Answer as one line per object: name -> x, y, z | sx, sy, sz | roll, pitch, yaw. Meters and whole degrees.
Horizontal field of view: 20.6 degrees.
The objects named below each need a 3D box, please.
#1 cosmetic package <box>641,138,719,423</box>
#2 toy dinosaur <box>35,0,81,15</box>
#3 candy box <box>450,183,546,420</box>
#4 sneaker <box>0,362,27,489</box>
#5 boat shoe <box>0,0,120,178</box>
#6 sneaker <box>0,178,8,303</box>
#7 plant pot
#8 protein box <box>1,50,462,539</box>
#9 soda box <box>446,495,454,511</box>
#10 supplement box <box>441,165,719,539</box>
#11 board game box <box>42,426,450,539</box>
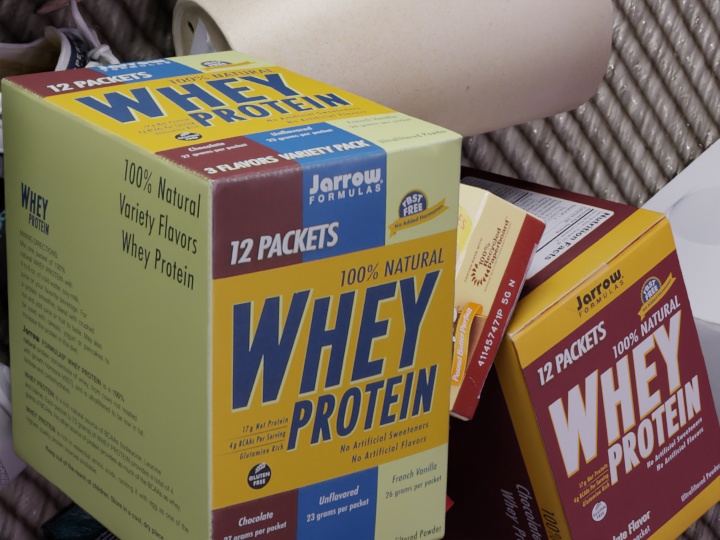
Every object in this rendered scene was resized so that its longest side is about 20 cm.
cosmetic package -> 0.288, 0.017, 1.358 | 0.199, 0.200, 0.123 | -39, 124, -26
toy dinosaur -> -0.090, -0.209, 1.057 | 0.135, 0.086, 0.200 | 14, 103, -61
candy box -> 0.000, 0.000, 1.106 | 0.055, 0.200, 0.116 | 26, 84, -40
sneaker -> -0.232, 0.056, 1.005 | 0.082, 0.075, 0.200 | -56, 130, -17
boat shoe -> -0.153, -0.097, 1.024 | 0.202, 0.075, 0.086 | 5, 127, -35
sneaker -> -0.138, 0.034, 1.080 | 0.075, 0.079, 0.200 | -54, 131, -16
plant pot -> 0.004, -0.141, 1.104 | 0.200, 0.187, 0.188 | -25, 117, -22
protein box -> -0.066, 0.017, 0.946 | 0.135, 0.198, 0.200 | -12, 114, -34
soda box -> -0.036, 0.179, 1.139 | 0.070, 0.063, 0.200 | 48, 54, -6
supplement box -> 0.092, 0.063, 1.202 | 0.133, 0.200, 0.198 | -35, 122, -28
board game box -> -0.064, 0.119, 1.127 | 0.200, 0.135, 0.028 | -37, 126, -27
